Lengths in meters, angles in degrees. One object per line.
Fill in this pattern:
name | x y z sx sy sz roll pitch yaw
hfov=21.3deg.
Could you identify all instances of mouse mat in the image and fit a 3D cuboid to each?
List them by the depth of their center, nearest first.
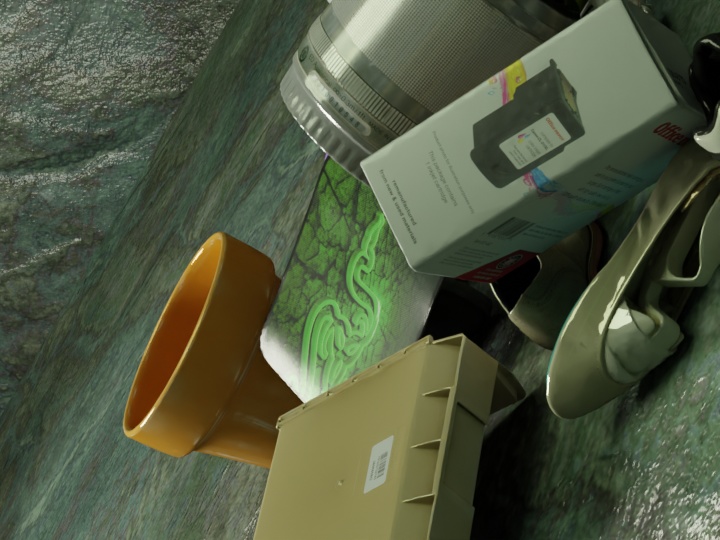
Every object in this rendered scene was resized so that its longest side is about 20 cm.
mouse mat | -0.009 0.029 1.483 0.161 0.007 0.201 44 127 37

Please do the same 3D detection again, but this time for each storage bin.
storage bin | 0.016 0.171 1.340 0.198 0.094 0.201 -30 33 38

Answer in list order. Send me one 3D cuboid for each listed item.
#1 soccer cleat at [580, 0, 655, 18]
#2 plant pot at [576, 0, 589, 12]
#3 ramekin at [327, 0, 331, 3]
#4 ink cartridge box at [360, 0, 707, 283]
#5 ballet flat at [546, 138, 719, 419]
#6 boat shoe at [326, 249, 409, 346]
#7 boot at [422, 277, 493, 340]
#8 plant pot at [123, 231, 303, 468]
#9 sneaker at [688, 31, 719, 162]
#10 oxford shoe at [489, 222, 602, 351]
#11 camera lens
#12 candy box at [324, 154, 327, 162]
soccer cleat | 0.196 -0.177 1.431 0.200 0.068 0.086 -167 99 -80
plant pot | 0.125 -0.264 1.595 0.201 0.180 0.199 -58 16 19
ramekin | 0.032 -0.381 2.288 0.203 0.094 0.203 -57 16 27
ink cartridge box | 0.123 -0.078 1.223 0.199 0.083 0.145 -32 -16 19
ballet flat | 0.182 0.010 1.179 0.201 0.069 0.069 -62 15 3
boat shoe | 0.001 -0.002 1.526 0.075 0.066 0.200 -56 27 22
boot | 0.028 0.116 1.515 0.165 0.065 0.202 -32 34 65
plant pot | -0.090 0.095 1.730 0.201 0.182 0.201 -57 15 25
sneaker | 0.243 -0.132 1.149 0.076 0.087 0.201 -53 17 41
oxford shoe | 0.128 -0.007 1.358 0.071 0.073 0.200 -59 15 18
camera lens | 0.054 -0.171 1.435 0.200 0.159 0.160 -49 19 18
candy box | 0.032 -0.125 1.899 0.200 0.071 0.169 -53 18 38
